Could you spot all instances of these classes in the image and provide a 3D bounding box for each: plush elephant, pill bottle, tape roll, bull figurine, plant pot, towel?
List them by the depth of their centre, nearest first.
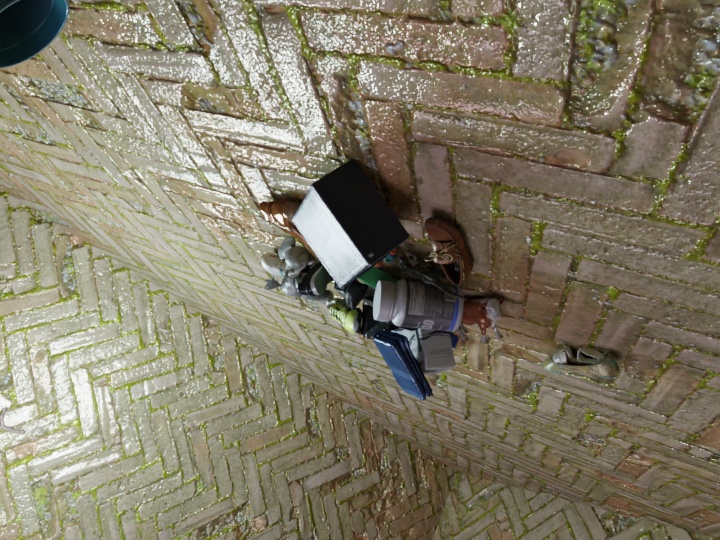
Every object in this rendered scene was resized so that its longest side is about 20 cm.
[{"bbox_3d":[-0.695,-0.521,1.021,0.188,0.200,0.200,49,153,-10],"label":"plant pot"},{"bbox_3d":[0.135,0.081,1.308,0.198,0.115,0.114,6,159,-7],"label":"pill bottle"},{"bbox_3d":[0.294,0.118,1.381,0.199,0.065,0.122,6,117,56],"label":"bull figurine"},{"bbox_3d":[0.109,0.239,1.400,0.111,0.048,0.201,13,138,54],"label":"towel"},{"bbox_3d":[0.000,0.000,1.419,0.199,0.048,0.200,30,179,0],"label":"tape roll"},{"bbox_3d":[-0.168,-0.010,1.571,0.199,0.165,0.156,2,131,-32],"label":"plush elephant"}]

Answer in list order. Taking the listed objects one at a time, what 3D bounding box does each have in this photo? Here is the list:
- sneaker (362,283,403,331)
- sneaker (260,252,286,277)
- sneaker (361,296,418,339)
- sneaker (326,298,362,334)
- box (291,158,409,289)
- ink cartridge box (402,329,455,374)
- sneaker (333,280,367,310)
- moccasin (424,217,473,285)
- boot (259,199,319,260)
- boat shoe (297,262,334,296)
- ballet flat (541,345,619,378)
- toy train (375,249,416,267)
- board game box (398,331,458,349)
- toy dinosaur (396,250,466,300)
[{"bbox_3d":[0.072,0.083,1.535,0.074,0.088,0.200,-1,-148,-37],"label":"sneaker"},{"bbox_3d":[-0.217,-0.006,1.738,0.199,0.071,0.093,36,139,-14],"label":"sneaker"},{"bbox_3d":[0.079,0.144,1.432,0.074,0.107,0.199,-1,-165,-40],"label":"sneaker"},{"bbox_3d":[-0.045,0.128,1.516,0.076,0.076,0.200,4,-171,-16],"label":"sneaker"},{"bbox_3d":[-0.026,-0.092,1.164,0.201,0.123,0.198,54,156,1],"label":"box"},{"bbox_3d":[0.175,0.172,1.464,0.083,0.202,0.144,-5,163,-15],"label":"ink cartridge box"},{"bbox_3d":[-0.032,0.051,1.455,0.090,0.076,0.200,32,178,1],"label":"sneaker"},{"bbox_3d":[0.183,-0.039,1.175,0.073,0.078,0.202,13,153,31],"label":"moccasin"},{"bbox_3d":[-0.169,-0.110,1.440,0.154,0.074,0.201,10,140,36],"label":"boot"},{"bbox_3d":[-0.108,0.010,1.482,0.060,0.200,0.076,-8,104,23],"label":"boat shoe"},{"bbox_3d":[0.537,0.220,1.360,0.071,0.071,0.199,42,154,-31],"label":"ballet flat"},{"bbox_3d":[0.043,-0.065,1.309,0.149,0.056,0.200,6,149,43],"label":"toy train"},{"bbox_3d":[0.175,0.192,1.722,0.199,0.044,0.199,33,157,-12],"label":"board game box"},{"bbox_3d":[0.175,0.012,1.284,0.199,0.088,0.048,31,123,24],"label":"toy dinosaur"}]
